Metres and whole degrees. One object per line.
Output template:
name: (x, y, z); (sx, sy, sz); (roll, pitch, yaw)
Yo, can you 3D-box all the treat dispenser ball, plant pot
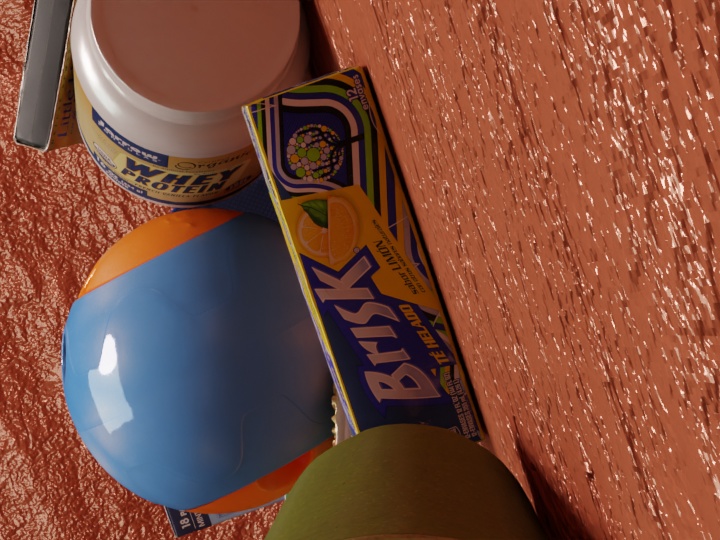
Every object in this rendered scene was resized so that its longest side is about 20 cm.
treat dispenser ball: (-0.097, 0.060, 1.146); (0.201, 0.199, 0.202); (161, 90, -86)
plant pot: (0.018, 0.158, 0.721); (0.190, 0.198, 0.202); (-86, -21, -72)

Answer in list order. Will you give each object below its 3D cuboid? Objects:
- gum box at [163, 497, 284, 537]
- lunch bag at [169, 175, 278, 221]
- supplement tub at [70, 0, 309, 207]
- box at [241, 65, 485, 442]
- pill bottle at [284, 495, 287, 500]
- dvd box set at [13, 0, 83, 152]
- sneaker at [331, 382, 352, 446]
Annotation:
gum box: (-0.067, 0.131, 1.399); (0.170, 0.198, 0.045); (-121, 12, -71)
lunch bag: (-0.068, 0.015, 1.323); (0.132, 0.135, 0.202); (98, 152, -80)
supplement tub: (-0.107, -0.128, 1.078); (0.200, 0.143, 0.146); (124, 127, -76)
box: (0.000, 0.000, 0.896); (0.070, 0.064, 0.202); (-141, 31, -82)
pill bottle: (0.009, 0.170, 1.189); (0.200, 0.112, 0.114); (-116, 8, -62)
dvd box set: (-0.178, -0.166, 1.225); (0.200, 0.029, 0.148); (-34, -43, -71)
sneaker: (0.029, 0.119, 1.067); (0.075, 0.089, 0.202); (62, -150, -58)
